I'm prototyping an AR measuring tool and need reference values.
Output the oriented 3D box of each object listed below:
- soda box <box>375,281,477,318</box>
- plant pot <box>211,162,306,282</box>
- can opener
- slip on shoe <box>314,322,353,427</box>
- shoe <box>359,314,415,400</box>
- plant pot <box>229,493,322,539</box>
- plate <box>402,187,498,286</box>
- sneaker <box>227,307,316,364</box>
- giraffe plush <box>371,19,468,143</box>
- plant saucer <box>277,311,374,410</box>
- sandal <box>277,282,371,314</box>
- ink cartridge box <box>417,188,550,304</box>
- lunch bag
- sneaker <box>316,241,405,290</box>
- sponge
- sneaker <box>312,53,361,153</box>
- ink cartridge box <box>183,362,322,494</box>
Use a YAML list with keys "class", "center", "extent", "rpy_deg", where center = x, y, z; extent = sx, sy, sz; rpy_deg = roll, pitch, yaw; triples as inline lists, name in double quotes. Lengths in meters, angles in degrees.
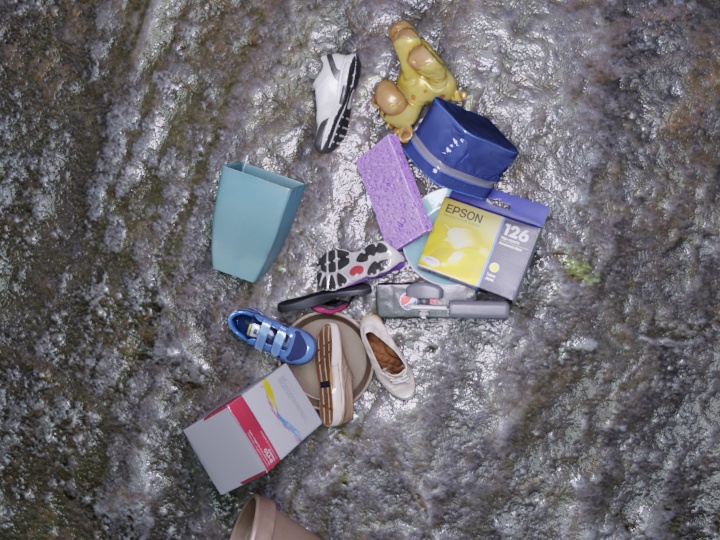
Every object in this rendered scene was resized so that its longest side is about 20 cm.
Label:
- class: "soda box"
  center: [0.130, 0.057, 1.653]
  extent: [0.197, 0.063, 0.072]
  rpy_deg: [-1, 92, 5]
- class: "plant pot"
  center: [-0.213, -0.091, 1.649]
  extent: [0.140, 0.141, 0.202]
  rpy_deg: [19, 102, 5]
- class: "can opener"
  center: [0.182, 0.062, 1.590]
  extent: [0.197, 0.053, 0.068]
  rpy_deg: [5, 92, 5]
- class: "slip on shoe"
  center: [-0.045, 0.203, 1.654]
  extent: [0.060, 0.076, 0.203]
  rpy_deg: [0, 83, -33]
- class: "shoe"
  center: [0.052, 0.179, 1.642]
  extent: [0.069, 0.053, 0.201]
  rpy_deg: [-27, 112, 5]
- class: "plant pot"
  center: [-0.164, 0.563, 1.658]
  extent: [0.173, 0.200, 0.202]
  rpy_deg: [22, 95, -14]
- class: "plate"
  center: [0.179, -0.065, 1.642]
  extent: [0.197, 0.026, 0.203]
  rpy_deg: [-4, 74, 13]
- class: "sneaker"
  center: [-0.178, 0.130, 1.657]
  extent: [0.198, 0.082, 0.075]
  rpy_deg: [20, 89, 23]
- class: "giraffe plush"
  center: [0.091, -0.348, 1.614]
  extent: [0.162, 0.173, 0.200]
  rpy_deg: [-40, 123, 16]
- class: "plant saucer"
  center: [-0.068, 0.180, 1.696]
  extent: [0.197, 0.029, 0.203]
  rpy_deg: [0, 93, 6]
- class: "sandal"
  center: [-0.068, 0.064, 1.674]
  extent: [0.197, 0.075, 0.046]
  rpy_deg: [-14, 97, 14]
- class: "ink cartridge box"
  center: [0.233, -0.064, 1.594]
  extent: [0.195, 0.047, 0.202]
  rpy_deg: [19, 83, 18]
- class: "lunch bag"
  center: [0.186, -0.216, 1.570]
  extent: [0.133, 0.198, 0.136]
  rpy_deg: [-54, 47, 24]
- class: "sneaker"
  center: [0.000, 0.000, 1.645]
  extent: [0.198, 0.083, 0.082]
  rpy_deg: [-9, 74, 34]
- class: "sponge"
  center: [0.063, -0.148, 1.625]
  extent: [0.111, 0.030, 0.202]
  rpy_deg: [-29, 78, 47]
- class: "sneaker"
  center: [-0.060, -0.330, 1.663]
  extent: [0.079, 0.074, 0.203]
  rpy_deg: [15, 89, 19]
- class: "ink cartridge box"
  center: [-0.201, 0.299, 1.611]
  extent: [0.145, 0.200, 0.146]
  rpy_deg: [-33, 90, 35]
